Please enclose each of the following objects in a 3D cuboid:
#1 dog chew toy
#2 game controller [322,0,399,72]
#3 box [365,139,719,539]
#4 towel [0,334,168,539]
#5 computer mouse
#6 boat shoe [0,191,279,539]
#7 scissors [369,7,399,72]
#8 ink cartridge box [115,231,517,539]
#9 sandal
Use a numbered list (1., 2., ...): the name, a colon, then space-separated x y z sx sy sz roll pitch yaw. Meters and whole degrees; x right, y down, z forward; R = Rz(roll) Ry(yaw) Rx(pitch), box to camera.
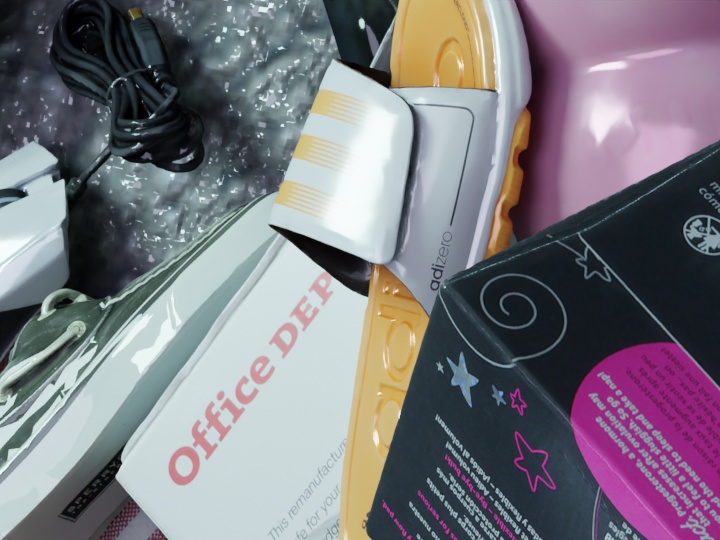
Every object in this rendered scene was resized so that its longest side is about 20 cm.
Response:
1. dog chew toy: 0.096 -0.081 0.881 0.124 0.124 0.201 -7 97 29
2. game controller: 0.072 -0.120 0.970 0.199 0.042 0.105 -22 89 27
3. box: 0.116 0.081 0.748 0.200 0.132 0.115 49 146 24
4. towel: -0.113 0.141 1.053 0.146 0.030 0.200 -49 63 18
5. computer mouse: -0.137 -0.010 1.054 0.200 0.044 0.110 -50 38 17
6. boat shoe: -0.095 0.038 1.005 0.200 0.071 0.064 -46 65 -3
7. scissors: 0.037 -0.119 0.932 0.014 0.073 0.201 26 103 9
8. ink cartridge box: 0.038 0.079 0.937 0.200 0.084 0.145 45 107 25
9. sandal: 0.003 0.001 0.865 0.079 0.059 0.208 -175 93 -65
